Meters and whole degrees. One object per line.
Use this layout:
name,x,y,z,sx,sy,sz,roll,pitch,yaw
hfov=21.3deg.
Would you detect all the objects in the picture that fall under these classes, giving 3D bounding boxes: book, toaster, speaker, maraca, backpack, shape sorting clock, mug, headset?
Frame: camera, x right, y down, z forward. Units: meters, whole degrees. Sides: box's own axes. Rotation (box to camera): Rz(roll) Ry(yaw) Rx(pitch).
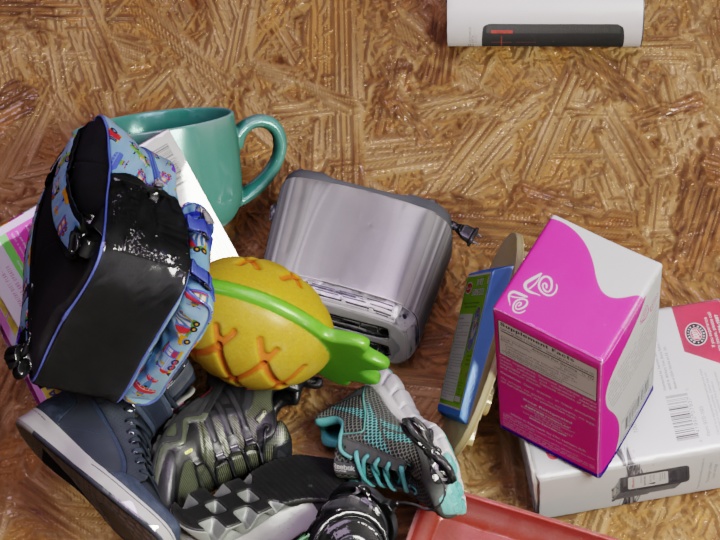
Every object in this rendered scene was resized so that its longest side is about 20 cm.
book,-0.222,-0.017,1.673,0.199,0.048,0.135,-30,97,-11
toaster,0.000,0.000,1.744,0.198,0.114,0.130,15,64,9
speaker,0.181,-0.264,1.912,0.197,0.082,0.082,1,58,3
maraca,-0.072,0.053,1.643,0.198,0.137,0.108,20,71,-2
backpack,-0.202,-0.016,1.566,0.133,0.183,0.201,17,39,-23
shape sorting clock,0.107,0.065,1.648,0.039,0.201,0.202,13,59,-5
mug,-0.171,-0.083,1.776,0.183,0.116,0.152,-2,13,20
headset,-0.013,0.202,1.544,0.199,0.124,0.094,-32,96,12

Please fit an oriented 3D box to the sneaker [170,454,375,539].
sneaker,-0.077,0.220,1.644,0.198,0.089,0.074,-13,33,-31

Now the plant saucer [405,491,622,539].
plant saucer,0.118,0.297,1.597,0.198,0.037,0.201,15,60,13

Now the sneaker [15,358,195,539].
sneaker,-0.177,0.137,1.595,0.146,0.077,0.202,-37,50,-20

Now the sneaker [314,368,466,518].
sneaker,0.024,0.162,1.635,0.090,0.078,0.200,-24,28,-12

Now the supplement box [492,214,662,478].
supplement box,0.175,0.064,1.542,0.103,0.201,0.102,26,64,19

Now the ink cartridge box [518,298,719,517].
ink cartridge box,0.232,0.120,1.671,0.198,0.084,0.147,-9,58,-1

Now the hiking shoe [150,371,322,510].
hiking shoe,-0.113,0.151,1.676,0.100,0.076,0.201,20,61,19

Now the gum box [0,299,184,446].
gum box,-0.244,0.086,1.729,0.113,0.066,0.201,-26,61,-13
